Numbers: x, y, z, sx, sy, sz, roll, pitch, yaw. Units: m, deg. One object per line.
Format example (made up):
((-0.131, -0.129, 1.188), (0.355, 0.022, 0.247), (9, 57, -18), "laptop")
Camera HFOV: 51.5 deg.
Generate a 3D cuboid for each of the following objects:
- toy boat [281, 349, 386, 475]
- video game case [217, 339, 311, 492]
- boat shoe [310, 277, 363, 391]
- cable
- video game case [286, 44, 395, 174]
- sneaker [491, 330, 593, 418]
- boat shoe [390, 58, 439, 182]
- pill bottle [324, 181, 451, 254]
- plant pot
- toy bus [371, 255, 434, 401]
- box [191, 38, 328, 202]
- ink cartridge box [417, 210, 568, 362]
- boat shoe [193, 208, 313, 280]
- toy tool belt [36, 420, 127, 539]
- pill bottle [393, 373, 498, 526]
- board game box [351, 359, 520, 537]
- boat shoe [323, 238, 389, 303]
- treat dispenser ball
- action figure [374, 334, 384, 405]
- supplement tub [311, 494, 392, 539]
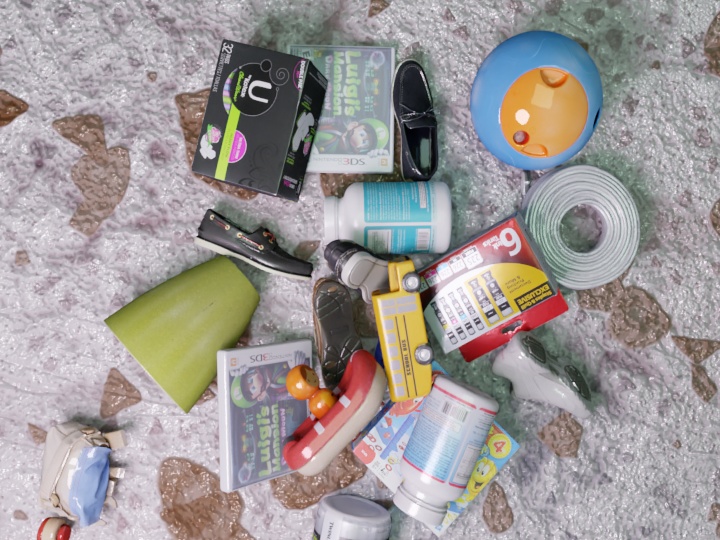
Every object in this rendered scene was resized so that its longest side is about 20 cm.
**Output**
((-0.057, 0.193, 1.112), (0.131, 0.130, 0.200), (45, 82, -5), "toy boat")
((-0.141, 0.216, 1.146), (0.023, 0.180, 0.206), (-1, 91, 41), "video game case")
((-0.039, 0.104, 1.192), (0.074, 0.074, 0.205), (-10, 110, -16), "boat shoe")
((0.352, -0.070, 1.200), (0.195, 0.069, 0.205), (4, 90, -1), "cable")
((-0.033, -0.262, 1.214), (0.177, 0.023, 0.206), (1, 90, -2), "video game case")
((0.291, 0.180, 1.207), (0.199, 0.079, 0.099), (38, 127, -15), "sneaker")
((0.091, -0.236, 1.190), (0.073, 0.062, 0.205), (-4, 92, -19), "boat shoe")
((0.041, -0.082, 1.173), (0.195, 0.111, 0.114), (0, 90, -2), "pill bottle")
((-0.254, 0.079, 1.146), (0.200, 0.187, 0.188), (-43, 91, -15), "plant pot")
((0.064, 0.086, 1.122), (0.076, 0.065, 0.205), (-11, 97, 2), "toy bus")
((-0.152, -0.224, 1.147), (0.145, 0.124, 0.205), (15, 92, 11), "box")
((0.200, 0.038, 1.160), (0.198, 0.084, 0.178), (-31, 91, 20), "ink cartridge box")
((-0.164, -0.038, 1.186), (0.197, 0.074, 0.064), (22, 92, 0), "boat shoe")
((-0.429, 0.340, 1.161), (0.120, 0.125, 0.205), (8, 91, 7), "toy tool belt")
((0.124, 0.269, 1.121), (0.107, 0.109, 0.204), (24, 90, -1), "pill bottle")
((0.119, 0.281, 1.204), (0.200, 0.056, 0.196), (43, 90, -1), "board game box")
((0.000, 0.000, 1.140), (0.060, 0.199, 0.075), (38, 96, 22), "boat shoe")
((0.264, -0.256, 1.131), (0.195, 0.201, 0.206), (0, 90, -1), "treat dispenser ball")
((0.042, 0.116, 1.199), (0.051, 0.065, 0.205), (10, 91, 21), "action figure")
((-0.026, 0.469, 1.169), (0.120, 0.123, 0.205), (12, 89, -1), "supplement tub")
